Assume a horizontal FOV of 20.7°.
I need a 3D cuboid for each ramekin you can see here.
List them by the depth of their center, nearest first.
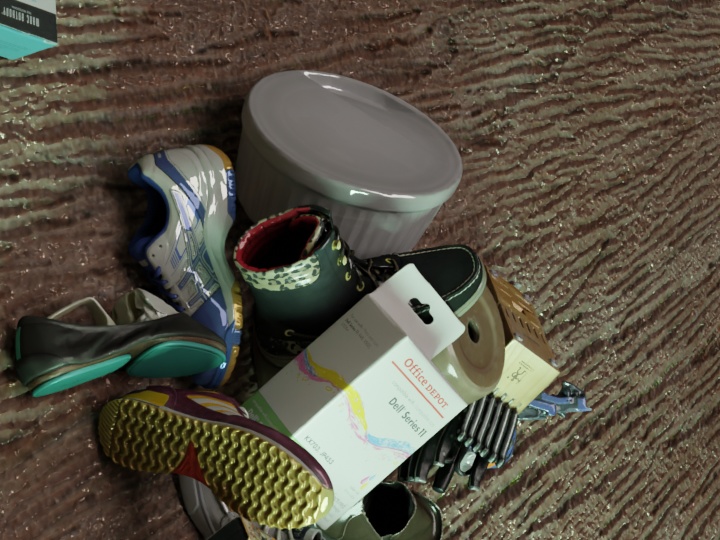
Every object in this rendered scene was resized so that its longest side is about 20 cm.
[{"bbox_3d":[-0.018,-0.085,1.728,0.202,0.202,0.094,-39,156,-56],"label":"ramekin"}]

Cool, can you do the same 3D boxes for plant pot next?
[{"bbox_3d":[0.030,0.068,1.754,0.200,0.174,0.201,30,53,-51],"label":"plant pot"}]

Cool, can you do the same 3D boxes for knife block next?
[{"bbox_3d":[0.097,0.112,1.840,0.064,0.176,0.200,37,19,-26],"label":"knife block"}]

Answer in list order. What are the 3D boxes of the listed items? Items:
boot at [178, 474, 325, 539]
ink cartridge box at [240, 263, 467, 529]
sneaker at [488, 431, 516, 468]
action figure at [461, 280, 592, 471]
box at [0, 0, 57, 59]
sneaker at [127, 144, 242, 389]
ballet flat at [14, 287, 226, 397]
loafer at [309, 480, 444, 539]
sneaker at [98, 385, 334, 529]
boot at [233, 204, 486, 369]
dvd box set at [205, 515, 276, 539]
[{"bbox_3d":[-0.074,0.211,1.607,0.074,0.095,0.200,-42,115,-55],"label":"boot"},{"bbox_3d":[0.005,0.102,1.598,0.117,0.200,0.067,48,0,-45],"label":"ink cartridge box"},{"bbox_3d":[0.126,0.109,2.007,0.078,0.075,0.200,42,49,-63],"label":"sneaker"},{"bbox_3d":[0.120,0.108,1.934,0.105,0.200,0.194,136,-42,-74],"label":"action figure"},{"bbox_3d":[-0.280,-0.268,1.495,0.082,0.049,0.200,14,67,-55],"label":"box"},{"bbox_3d":[-0.150,-0.001,1.606,0.088,0.075,0.200,-6,92,-29],"label":"sneaker"},{"bbox_3d":[-0.182,0.049,1.510,0.200,0.068,0.068,-4,68,-51],"label":"ballet flat"},{"bbox_3d":[0.025,0.227,1.784,0.200,0.071,0.073,17,65,-55],"label":"loafer"},{"bbox_3d":[-0.098,0.132,1.510,0.090,0.200,0.075,-28,134,-60],"label":"sneaker"},{"bbox_3d":[0.000,0.001,1.609,0.154,0.203,0.074,72,-1,-57],"label":"boot"},{"bbox_3d":[-0.086,0.279,1.525,0.200,0.146,0.029,42,13,-44],"label":"dvd box set"}]
